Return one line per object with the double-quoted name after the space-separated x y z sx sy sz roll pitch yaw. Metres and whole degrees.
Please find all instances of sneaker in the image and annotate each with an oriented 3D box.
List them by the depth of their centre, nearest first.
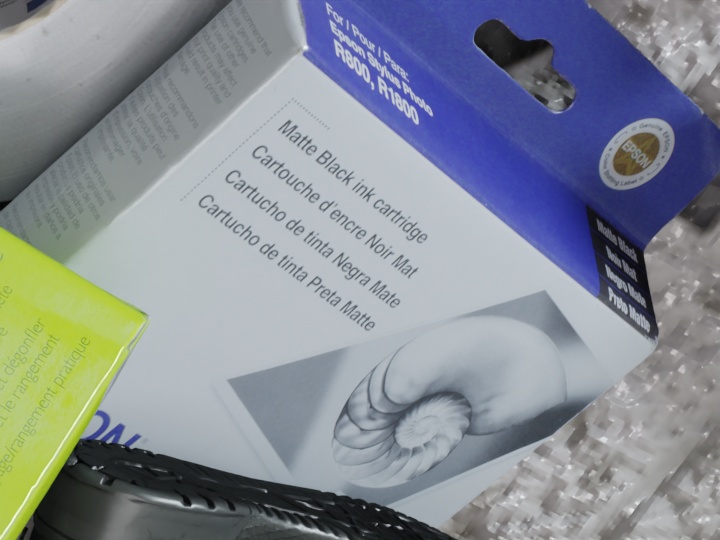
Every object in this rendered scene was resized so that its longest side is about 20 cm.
-0.047 0.111 0.853 0.199 0.060 0.105 18 97 -35 "sneaker"

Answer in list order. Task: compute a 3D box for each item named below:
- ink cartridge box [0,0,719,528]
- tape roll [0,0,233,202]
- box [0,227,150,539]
0.000 0.000 0.868 0.200 0.041 0.199 -42 138 12 "ink cartridge box"
-0.117 -0.120 0.811 0.199 0.066 0.201 -4 118 -8 "tape roll"
-0.167 0.010 0.747 0.199 0.122 0.048 32 147 -1 "box"
